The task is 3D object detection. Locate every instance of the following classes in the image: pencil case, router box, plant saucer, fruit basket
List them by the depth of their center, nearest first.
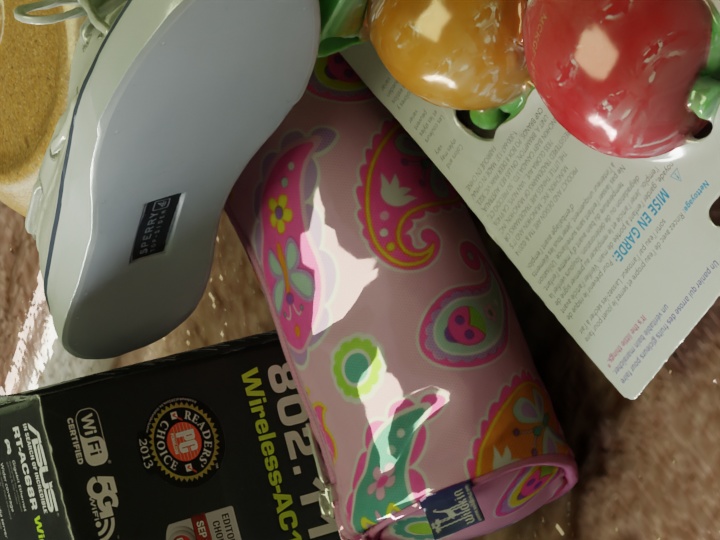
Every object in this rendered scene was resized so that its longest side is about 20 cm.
[{"bbox_3d":[0.064,-0.088,0.893,0.200,0.094,0.186,47,138,14],"label":"fruit basket"},{"bbox_3d":[0.000,0.000,0.992,0.087,0.087,0.201,-43,65,52],"label":"pencil case"},{"bbox_3d":[-0.037,0.125,1.028,0.062,0.149,0.201,-16,88,55],"label":"router box"},{"bbox_3d":[-0.141,-0.109,1.201,0.200,0.035,0.202,23,119,50],"label":"plant saucer"}]

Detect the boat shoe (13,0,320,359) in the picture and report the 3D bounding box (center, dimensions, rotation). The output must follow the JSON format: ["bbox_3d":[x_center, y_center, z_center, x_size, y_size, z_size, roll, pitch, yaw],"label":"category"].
[{"bbox_3d":[-0.070,-0.061,0.951,0.086,0.074,0.202,63,153,26],"label":"boat shoe"}]
